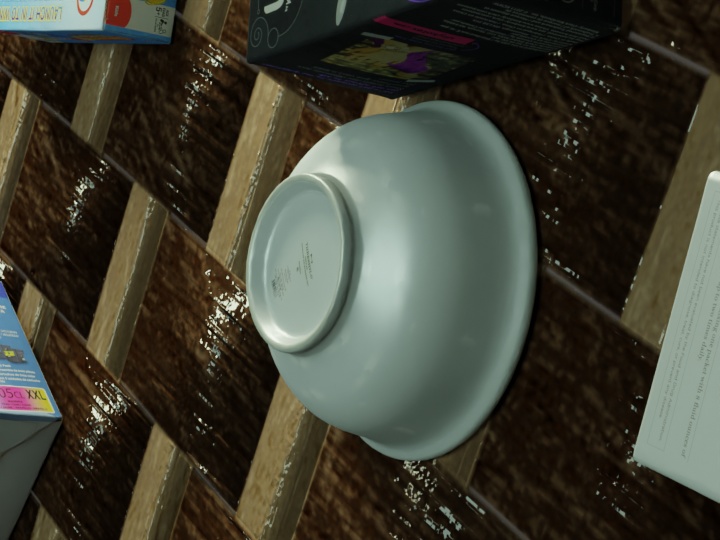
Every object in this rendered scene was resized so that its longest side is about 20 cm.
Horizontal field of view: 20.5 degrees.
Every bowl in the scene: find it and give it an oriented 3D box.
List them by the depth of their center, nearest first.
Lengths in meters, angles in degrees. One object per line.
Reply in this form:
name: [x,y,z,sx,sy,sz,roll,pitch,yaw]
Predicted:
bowl: [0.000,0.000,1.078,0.200,0.090,0.203,-16,70,53]

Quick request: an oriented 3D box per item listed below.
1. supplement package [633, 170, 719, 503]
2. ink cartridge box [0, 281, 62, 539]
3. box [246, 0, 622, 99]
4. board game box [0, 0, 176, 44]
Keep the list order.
supplement package: [0.219,0.050,0.725,0.200,0.119,0.122,26,103,54]
ink cartridge box: [-0.310,0.097,1.523,0.137,0.076,0.200,-62,38,27]
box: [0.036,-0.173,1.043,0.199,0.105,0.124,-8,75,55]
board game box: [-0.193,-0.266,1.437,0.199,0.056,0.198,11,93,56]
